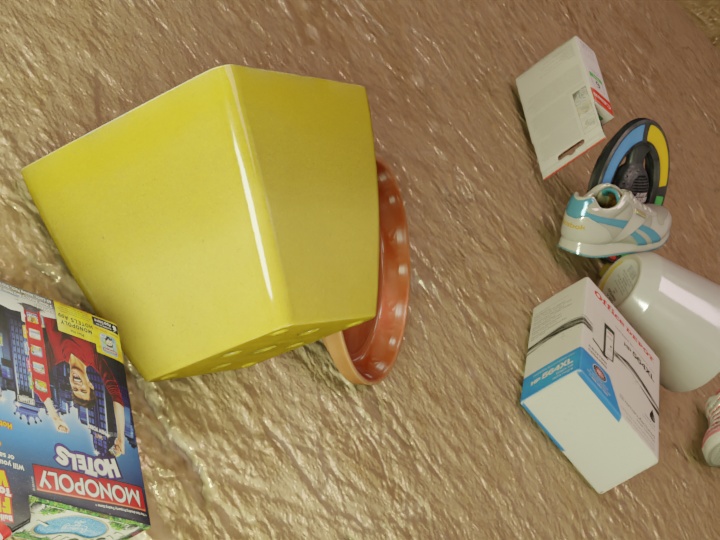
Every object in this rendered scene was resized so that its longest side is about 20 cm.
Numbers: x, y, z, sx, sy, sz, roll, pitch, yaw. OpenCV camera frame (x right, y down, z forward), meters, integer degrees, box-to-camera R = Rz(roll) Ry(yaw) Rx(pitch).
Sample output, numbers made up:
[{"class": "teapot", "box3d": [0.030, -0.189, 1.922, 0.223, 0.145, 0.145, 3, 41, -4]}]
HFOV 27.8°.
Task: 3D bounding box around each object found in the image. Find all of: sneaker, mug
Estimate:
[{"class": "sneaker", "box3d": [0.481, 0.198, 1.907, 0.200, 0.075, 0.105, 22, 45, -60]}, {"class": "sneaker", "box3d": [0.339, -0.069, 1.878, 0.199, 0.081, 0.076, -11, 25, -43]}, {"class": "mug", "box3d": [0.369, 0.056, 1.854, 0.153, 0.186, 0.150, 32, 66, -23]}]

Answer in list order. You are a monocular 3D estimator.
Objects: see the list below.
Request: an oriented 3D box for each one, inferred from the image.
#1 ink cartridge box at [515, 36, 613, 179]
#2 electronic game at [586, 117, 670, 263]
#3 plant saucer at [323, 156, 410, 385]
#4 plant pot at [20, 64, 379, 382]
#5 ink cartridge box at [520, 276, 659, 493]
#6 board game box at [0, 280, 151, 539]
[{"class": "ink cartridge box", "box3d": [0.285, -0.215, 1.993, 0.050, 0.109, 0.201, 31, 37, -38]}, {"class": "electronic game", "box3d": [0.364, -0.107, 1.972, 0.041, 0.201, 0.199, 20, 4, 35]}, {"class": "plant saucer", "box3d": [0.000, 0.000, 1.285, 0.200, 0.032, 0.202, 0, 90, -69]}, {"class": "plant pot", "box3d": [-0.095, -0.025, 1.079, 0.200, 0.199, 0.178, -3, 73, -60]}, {"class": "ink cartridge box", "box3d": [0.258, 0.122, 1.609, 0.146, 0.084, 0.200, 47, 28, -16]}, {"class": "board game box", "box3d": [-0.221, 0.101, 0.855, 0.199, 0.062, 0.201, 26, 40, -45]}]
